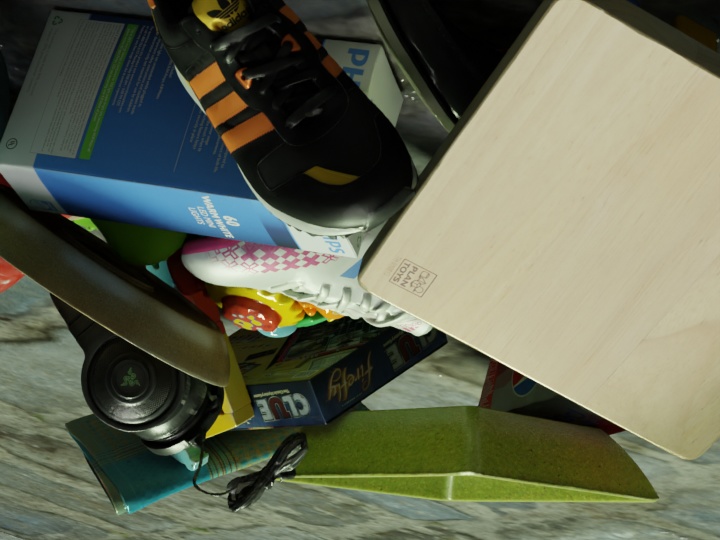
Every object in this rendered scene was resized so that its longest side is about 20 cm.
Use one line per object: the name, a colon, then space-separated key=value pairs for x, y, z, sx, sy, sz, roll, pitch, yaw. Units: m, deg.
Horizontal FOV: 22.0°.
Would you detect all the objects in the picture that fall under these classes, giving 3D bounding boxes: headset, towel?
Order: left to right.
headset: x=-0.120 y=0.070 z=1.188 sx=0.200 sy=0.094 sz=0.124 roll=51 pitch=-179 yaw=24
towel: x=-0.107 y=0.116 z=1.376 sx=0.199 sy=0.022 sz=0.147 roll=-18 pitch=-156 yaw=-17

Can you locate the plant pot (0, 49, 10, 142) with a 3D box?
plant pot: x=-0.275 y=-0.107 z=0.966 sx=0.199 sy=0.201 sz=0.188 roll=12 pitch=173 yaw=10

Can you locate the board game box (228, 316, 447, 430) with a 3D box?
board game box: x=-0.052 y=0.070 z=1.325 sx=0.199 sy=0.135 sz=0.035 roll=-8 pitch=107 yaw=47

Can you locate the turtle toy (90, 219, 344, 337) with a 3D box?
turtle toy: x=-0.073 y=-0.023 z=1.132 sx=0.199 sy=0.102 sz=0.146 roll=28 pitch=156 yaw=-22

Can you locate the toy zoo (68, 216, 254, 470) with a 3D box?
toy zoo: x=-0.142 y=0.043 z=1.282 sx=0.131 sy=0.020 sz=0.201 roll=-8 pitch=106 yaw=46

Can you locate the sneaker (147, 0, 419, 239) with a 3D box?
sneaker: x=-0.050 y=-0.095 z=0.881 sx=0.200 sy=0.070 sz=0.090 roll=49 pitch=173 yaw=40

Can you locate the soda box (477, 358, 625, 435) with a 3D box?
soda box: x=0.159 y=0.070 z=1.252 sx=0.070 sy=0.064 sz=0.200 roll=22 pitch=159 yaw=-20

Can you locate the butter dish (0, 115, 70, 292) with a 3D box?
butter dish: x=-0.291 y=-0.031 z=1.208 sx=0.199 sy=0.149 sz=0.200 roll=29 pitch=156 yaw=-28

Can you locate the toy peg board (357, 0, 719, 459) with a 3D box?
toy peg board: x=0.135 y=-0.040 z=0.889 sx=0.198 sy=0.098 sz=0.200 roll=28 pitch=130 yaw=-10

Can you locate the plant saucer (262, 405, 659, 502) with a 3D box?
plant saucer: x=0.068 y=0.125 z=1.250 sx=0.199 sy=0.048 sz=0.199 roll=-6 pitch=166 yaw=44

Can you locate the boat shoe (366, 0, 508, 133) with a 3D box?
boat shoe: x=0.070 y=-0.086 z=0.941 sx=0.063 sy=0.074 sz=0.201 roll=-34 pitch=126 yaw=13

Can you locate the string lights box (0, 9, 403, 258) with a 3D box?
string lights box: x=-0.088 y=-0.077 z=1.010 sx=0.199 sy=0.103 sz=0.059 roll=9 pitch=156 yaw=18

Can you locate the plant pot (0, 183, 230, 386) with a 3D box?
plant pot: x=-0.155 y=0.002 z=1.090 sx=0.199 sy=0.028 sz=0.200 roll=33 pitch=-178 yaw=-1

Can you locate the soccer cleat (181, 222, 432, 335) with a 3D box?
soccer cleat: x=0.000 y=0.000 z=1.054 sx=0.199 sy=0.087 sz=0.070 roll=-10 pitch=-176 yaw=-15
